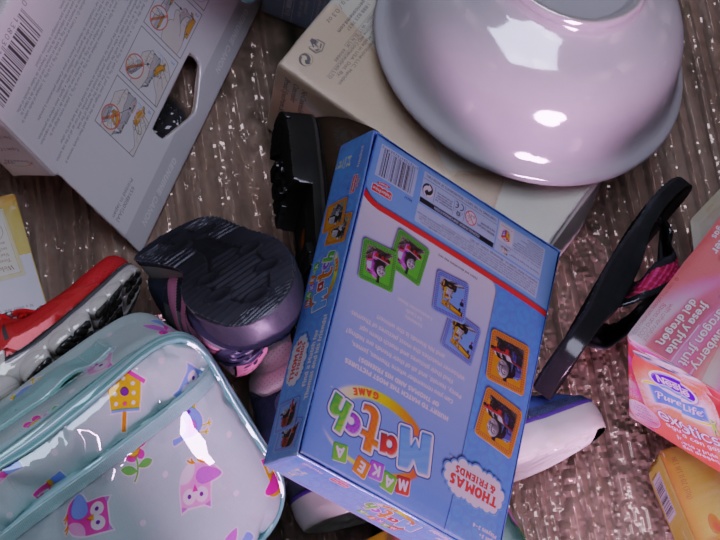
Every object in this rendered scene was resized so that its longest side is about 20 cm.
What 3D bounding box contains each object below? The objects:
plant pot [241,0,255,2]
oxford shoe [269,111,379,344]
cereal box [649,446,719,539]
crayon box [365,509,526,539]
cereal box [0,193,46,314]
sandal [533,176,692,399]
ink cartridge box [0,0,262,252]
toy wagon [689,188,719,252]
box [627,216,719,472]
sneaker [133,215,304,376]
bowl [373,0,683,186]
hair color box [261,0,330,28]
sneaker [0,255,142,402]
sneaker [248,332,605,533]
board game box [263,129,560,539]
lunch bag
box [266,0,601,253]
[{"bbox_3d":[-0.067,-0.280,1.587,0.140,0.141,0.201,-22,57,20],"label":"plant pot"},{"bbox_3d":[0.000,0.000,1.486,0.084,0.073,0.202,1,68,-16],"label":"oxford shoe"},{"bbox_3d":[0.290,0.149,1.542,0.199,0.040,0.145,-17,68,-13],"label":"cereal box"},{"bbox_3d":[0.015,0.218,1.477,0.199,0.058,0.119,-26,73,-17],"label":"crayon box"},{"bbox_3d":[-0.246,0.065,1.518,0.143,0.040,0.201,-13,70,-15],"label":"cereal box"},{"bbox_3d":[0.161,0.017,1.551,0.045,0.075,0.200,31,44,5],"label":"sandal"},{"bbox_3d":[-0.159,-0.141,1.579,0.044,0.176,0.201,3,58,39],"label":"ink cartridge box"},{"bbox_3d":[0.297,0.009,1.585,0.200,0.040,0.155,37,71,25],"label":"toy wagon"},{"bbox_3d":[0.248,0.013,1.506,0.094,0.103,0.200,31,67,23],"label":"box"},{"bbox_3d":[-0.067,0.025,1.468,0.070,0.200,0.082,-29,109,-10],"label":"sneaker"},{"bbox_3d":[0.114,-0.157,1.542,0.199,0.091,0.202,9,55,-13],"label":"bowl"},{"bbox_3d":[0.047,-0.181,1.648,0.199,0.061,0.100,22,66,3],"label":"hair color box"},{"bbox_3d":[-0.212,0.043,1.472,0.200,0.077,0.085,-37,72,-24],"label":"sneaker"},{"bbox_3d":[0.032,0.061,1.533,0.198,0.081,0.148,-16,74,-8],"label":"sneaker"},{"bbox_3d":[0.032,0.046,1.439,0.151,0.036,0.201,31,57,-31],"label":"board game box"},{"bbox_3d":[-0.150,0.129,1.438,0.200,0.161,0.077,-39,33,-18],"label":"lunch bag"},{"bbox_3d":[0.046,-0.077,1.587,0.199,0.095,0.078,35,68,9],"label":"box"}]
